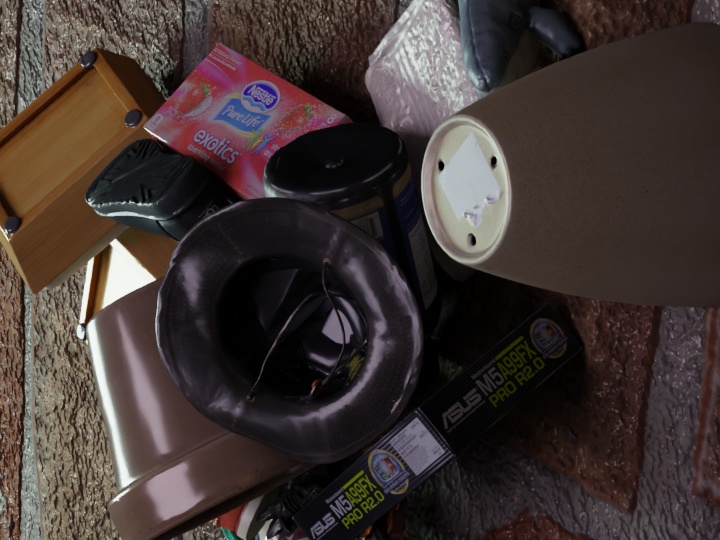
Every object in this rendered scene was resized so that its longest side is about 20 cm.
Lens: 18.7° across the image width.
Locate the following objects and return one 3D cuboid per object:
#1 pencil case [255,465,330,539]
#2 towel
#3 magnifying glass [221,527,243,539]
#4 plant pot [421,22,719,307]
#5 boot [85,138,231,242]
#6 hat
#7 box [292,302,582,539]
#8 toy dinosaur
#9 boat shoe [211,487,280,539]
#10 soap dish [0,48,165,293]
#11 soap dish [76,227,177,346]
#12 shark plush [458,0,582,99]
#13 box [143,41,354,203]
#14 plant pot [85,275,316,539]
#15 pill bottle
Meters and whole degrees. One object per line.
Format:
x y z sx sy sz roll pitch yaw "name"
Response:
-0.078 0.150 1.867 0.089 0.077 0.202 -27 73 37 "pencil case"
0.067 -0.109 1.645 0.133 0.034 0.201 -51 55 48 "towel"
-0.117 0.172 1.936 0.079 0.022 0.202 2 111 55 "magnifying glass"
0.144 -0.061 1.392 0.187 0.199 0.189 13 106 55 "plant pot"
-0.129 -0.021 1.785 0.168 0.076 0.200 49 164 -23 "boot"
-0.041 0.033 1.565 0.199 0.081 0.202 4 105 16 "hat"
0.054 0.119 1.591 0.044 0.160 0.200 50 140 4 "box"
0.000 0.201 1.737 0.201 0.102 0.136 -57 23 -9 "toy dinosaur"
-0.071 0.122 1.795 0.062 0.071 0.201 28 89 17 "boat shoe"
-0.260 -0.097 1.985 0.200 0.081 0.158 -41 46 2 "soap dish"
-0.183 0.041 2.002 0.200 0.081 0.158 41 128 44 "soap dish"
0.091 -0.207 1.550 0.090 0.083 0.202 -21 66 39 "shark plush"
-0.072 -0.094 1.767 0.103 0.095 0.200 -48 41 -6 "box"
-0.123 0.094 1.667 0.200 0.199 0.176 -34 80 53 "plant pot"
0.000 0.000 1.654 0.112 0.111 0.201 29 140 50 "pill bottle"
